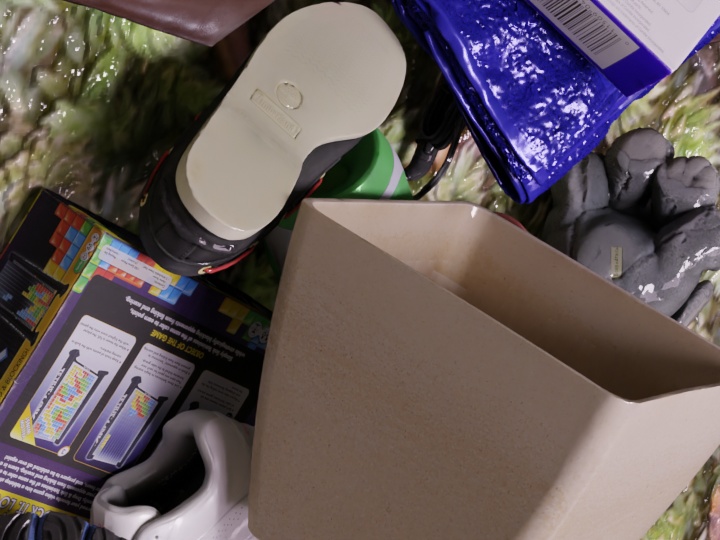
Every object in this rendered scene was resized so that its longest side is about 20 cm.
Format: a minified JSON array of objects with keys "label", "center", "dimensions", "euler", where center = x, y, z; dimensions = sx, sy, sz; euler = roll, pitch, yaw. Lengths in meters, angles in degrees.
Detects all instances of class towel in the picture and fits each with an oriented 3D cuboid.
[{"label":"towel","center":[0.125,-0.151,1.248],"dimensions":[0.200,0.049,0.148],"euler":[-41,113,-20]}]

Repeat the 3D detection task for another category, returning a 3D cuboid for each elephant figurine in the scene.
[{"label":"elephant figurine","center":[0.180,0.010,1.494],"dimensions":[0.155,0.142,0.200],"euler":[-19,153,-5]}]

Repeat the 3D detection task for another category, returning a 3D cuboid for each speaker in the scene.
[{"label":"speaker","center":[0.000,0.000,1.292],"dimensions":[0.088,0.088,0.200],"euler":[-44,143,-19]}]

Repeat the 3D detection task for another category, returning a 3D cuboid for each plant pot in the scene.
[{"label":"plant pot","center":[0.056,0.087,1.172],"dimensions":[0.200,0.199,0.178],"euler":[-1,120,-61]}]

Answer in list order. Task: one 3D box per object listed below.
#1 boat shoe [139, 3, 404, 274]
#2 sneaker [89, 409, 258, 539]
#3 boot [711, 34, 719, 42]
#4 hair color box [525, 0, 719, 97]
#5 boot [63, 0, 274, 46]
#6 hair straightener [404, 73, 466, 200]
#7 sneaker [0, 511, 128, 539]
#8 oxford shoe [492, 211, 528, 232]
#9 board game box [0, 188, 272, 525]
[{"label":"boat shoe","center":[-0.045,-0.072,1.167],"dimensions":[0.063,0.074,0.201],"euler":[-38,-171,46]},{"label":"sneaker","center":[-0.119,0.156,1.193],"dimensions":[0.099,0.078,0.200],"euler":[38,77,-49]},{"label":"boot","center":[0.198,-0.196,1.400],"dimensions":[0.200,0.064,0.187],"euler":[-25,133,-32]},{"label":"hair color box","center":[0.170,-0.204,1.211],"dimensions":[0.200,0.109,0.065],"euler":[-50,-171,-18]},{"label":"boot","center":[-0.093,-0.193,1.034],"dimensions":[0.200,0.064,0.187],"euler":[6,125,-41]},{"label":"hair straightener","center":[0.059,-0.124,1.291],"dimensions":[0.200,0.041,0.077],"euler":[-62,-172,14]},{"label":"sneaker","center":[-0.195,0.173,1.146],"dimensions":[0.199,0.076,0.079],"euler":[-7,153,4]},{"label":"oxford shoe","center":[0.053,0.060,1.416],"dimensions":[0.200,0.070,0.075],"euler":[-55,160,5]},{"label":"board game box","center":[-0.136,0.067,1.202],"dimensions":[0.166,0.057,0.200],"euler":[-57,145,1]}]
